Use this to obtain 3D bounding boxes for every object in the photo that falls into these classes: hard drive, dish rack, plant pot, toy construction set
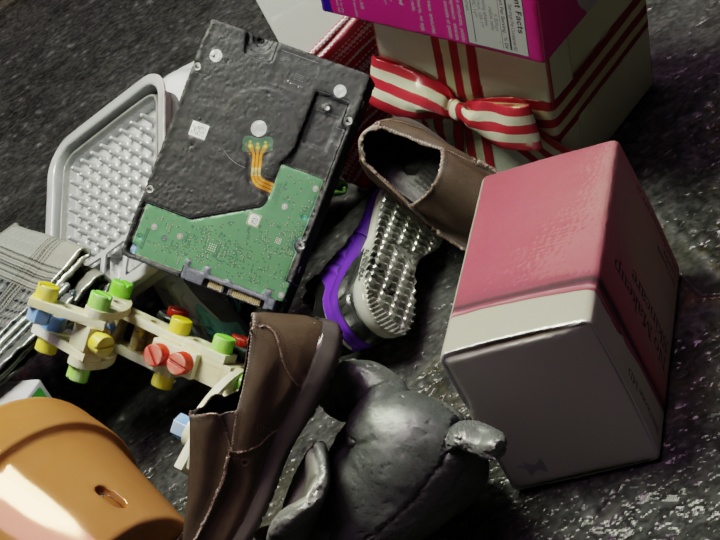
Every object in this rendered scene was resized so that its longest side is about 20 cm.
[{"bbox_3d":[-0.087,-0.080,1.541,0.139,0.038,0.200,20,86,10],"label":"hard drive"},{"bbox_3d":[-0.204,-0.051,1.668,0.172,0.043,0.200,-32,49,38],"label":"dish rack"},{"bbox_3d":[-0.202,0.203,1.339,0.140,0.200,0.200,24,59,37],"label":"plant pot"},{"bbox_3d":[-0.157,0.072,1.528,0.200,0.131,0.092,38,106,20],"label":"toy construction set"}]

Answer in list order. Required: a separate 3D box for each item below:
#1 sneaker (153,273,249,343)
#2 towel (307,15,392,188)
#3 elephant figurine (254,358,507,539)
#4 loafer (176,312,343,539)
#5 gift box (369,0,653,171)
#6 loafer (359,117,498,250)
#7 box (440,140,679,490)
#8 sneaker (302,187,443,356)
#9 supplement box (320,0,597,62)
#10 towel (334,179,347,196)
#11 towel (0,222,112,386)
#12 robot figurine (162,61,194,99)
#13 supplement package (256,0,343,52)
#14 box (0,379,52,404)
[{"bbox_3d":[-0.124,0.006,1.669,0.091,0.078,0.200,-31,31,-8],"label":"sneaker"},{"bbox_3d":[0.004,-0.146,1.648,0.145,0.200,0.022,-45,63,8],"label":"towel"},{"bbox_3d":[-0.009,0.171,1.282,0.141,0.155,0.200,34,76,23],"label":"elephant figurine"},{"bbox_3d":[-0.083,0.111,1.279,0.200,0.071,0.073,-64,9,5],"label":"loafer"},{"bbox_3d":[0.128,-0.162,1.588,0.184,0.200,0.187,13,47,34],"label":"gift box"},{"bbox_3d":[0.072,-0.052,1.488,0.200,0.071,0.073,30,101,25],"label":"loafer"},{"bbox_3d":[0.140,0.028,1.334,0.109,0.128,0.200,-15,34,24],"label":"box"},{"bbox_3d":[0.000,0.000,1.568,0.099,0.070,0.200,-32,20,31],"label":"sneaker"},{"bbox_3d":[0.071,-0.240,1.472,0.200,0.103,0.101,18,50,28],"label":"supplement box"},{"bbox_3d":[-0.130,-0.061,1.737,0.200,0.031,0.149,-6,7,44],"label":"towel"},{"bbox_3d":[-0.315,0.041,1.630,0.193,0.035,0.200,-44,31,-17],"label":"towel"},{"bbox_3d":[-0.123,-0.146,1.822,0.169,0.113,0.200,-9,17,36],"label":"robot figurine"},{"bbox_3d":[0.000,-0.243,1.780,0.152,0.151,0.200,-28,4,5],"label":"supplement package"},{"bbox_3d":[-0.346,0.185,1.578,0.200,0.097,0.177,-5,36,38],"label":"box"}]
